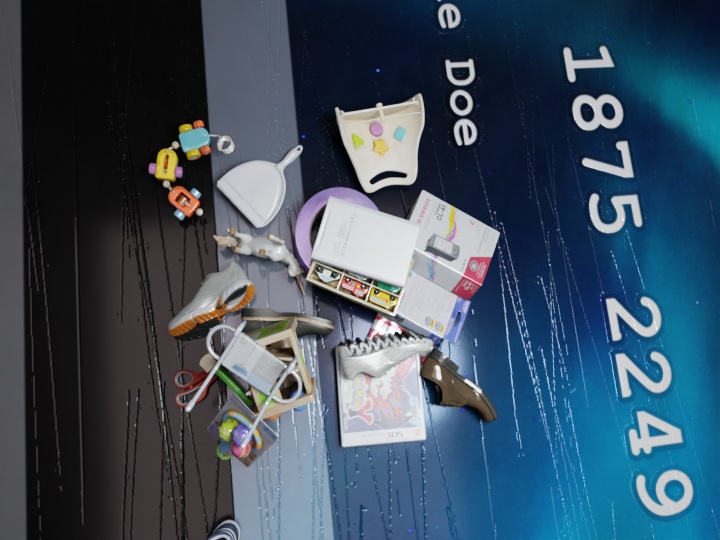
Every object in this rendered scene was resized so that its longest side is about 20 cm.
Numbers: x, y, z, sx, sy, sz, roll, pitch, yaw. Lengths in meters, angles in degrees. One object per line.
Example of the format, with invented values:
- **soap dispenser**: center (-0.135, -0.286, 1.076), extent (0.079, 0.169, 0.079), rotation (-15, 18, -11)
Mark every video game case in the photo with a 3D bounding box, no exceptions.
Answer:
- **video game case**: center (0.041, 0.253, 1.305), extent (0.176, 0.023, 0.207), rotation (-4, 80, -5)

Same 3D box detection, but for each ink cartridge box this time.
- **ink cartridge box**: center (0.182, -0.054, 1.355), extent (0.196, 0.086, 0.150), rotation (28, 62, -3)
- **ink cartridge box**: center (0.129, 0.071, 1.344), extent (0.196, 0.042, 0.121), rotation (27, 57, 0)

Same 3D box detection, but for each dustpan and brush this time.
- **dustpan and brush**: center (-0.196, -0.205, 1.368), extent (0.139, 0.057, 0.200), rotation (44, 84, 1)

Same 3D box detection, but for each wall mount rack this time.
- **wall mount rack**: center (-0.204, 0.195, 1.102), extent (0.197, 0.075, 0.176), rotation (34, 92, -4)

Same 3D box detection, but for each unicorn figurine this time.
- **unicorn figurine**: center (-0.195, -0.039, 1.305), extent (0.197, 0.137, 0.075), rotation (30, 86, 14)

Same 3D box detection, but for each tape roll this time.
- **tape roll**: center (-0.045, -0.070, 1.351), extent (0.193, 0.066, 0.207), rotation (2, 79, -8)

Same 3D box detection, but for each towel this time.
- **towel**: center (0.076, 0.174, 1.344), extent (0.141, 0.023, 0.204), rotation (26, 77, -2)

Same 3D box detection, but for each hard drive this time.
- **hard drive**: center (0.011, -0.058, 1.272), extent (0.194, 0.026, 0.136), rotation (17, 77, 3)

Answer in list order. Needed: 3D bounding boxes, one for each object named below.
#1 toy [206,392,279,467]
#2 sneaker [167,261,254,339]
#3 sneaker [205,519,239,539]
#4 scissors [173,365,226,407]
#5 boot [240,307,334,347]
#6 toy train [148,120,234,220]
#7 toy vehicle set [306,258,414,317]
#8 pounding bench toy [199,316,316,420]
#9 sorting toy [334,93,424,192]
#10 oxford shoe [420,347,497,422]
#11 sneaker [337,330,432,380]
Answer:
- **toy**: center (-0.235, 0.318, 1.184), extent (0.115, 0.200, 0.047), rotation (42, 52, 1)
- **sneaker**: center (-0.314, 0.061, 1.296), extent (0.197, 0.076, 0.093), rotation (-32, 58, -4)
- **sneaker**: center (-0.291, 0.571, 1.173), extent (0.069, 0.109, 0.204), rotation (28, 77, -1)
- **scissors**: center (-0.288, 0.210, 1.268), extent (0.195, 0.014, 0.075), rotation (-22, 76, 3)
- **boot**: center (-0.154, 0.157, 1.296), extent (0.193, 0.077, 0.143), rotation (4, 83, 7)
- **toy train**: center (-0.360, -0.213, 1.343), extent (0.148, 0.056, 0.203), rotation (32, 80, -2)
- **toy vehicle set**: center (0.000, 0.000, 1.292), extent (0.195, 0.027, 0.127), rotation (22, 77, 0)
- **pounding bench toy**: center (-0.195, 0.205, 1.205), extent (0.194, 0.124, 0.161), rotation (-18, 96, -1)
- **sorting toy**: center (0.048, -0.272, 1.391), extent (0.194, 0.107, 0.186), rotation (-11, 88, -10)
- **oxford shoe**: center (0.202, 0.258, 1.318), extent (0.199, 0.073, 0.085), rotation (41, 80, -4)
- **sneaker**: center (0.052, 0.172, 1.280), extent (0.193, 0.075, 0.084), rotation (-8, 94, -3)
